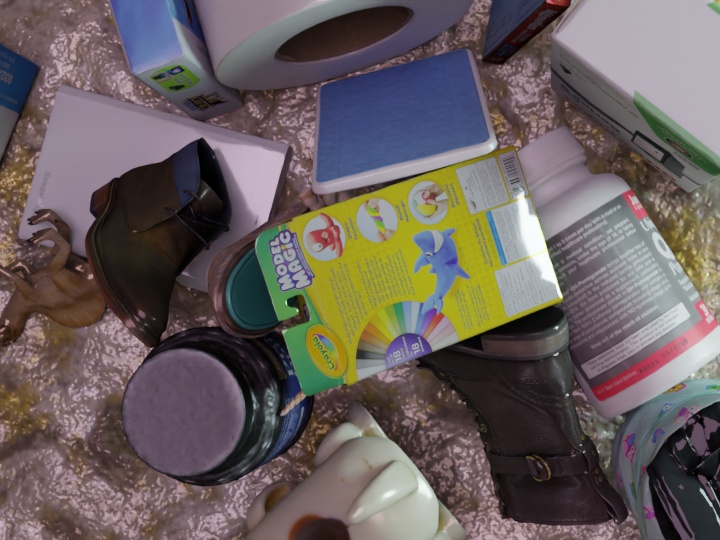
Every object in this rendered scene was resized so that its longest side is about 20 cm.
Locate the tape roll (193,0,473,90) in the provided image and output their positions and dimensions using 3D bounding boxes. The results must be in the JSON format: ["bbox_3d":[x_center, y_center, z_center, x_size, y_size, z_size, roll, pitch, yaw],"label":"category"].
[{"bbox_3d":[-0.031,-0.235,0.899,0.202,0.203,0.140,-18,85,6],"label":"tape roll"}]

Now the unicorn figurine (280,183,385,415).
[{"bbox_3d":[0.000,0.000,0.888,0.074,0.200,0.138,-20,93,36],"label":"unicorn figurine"}]

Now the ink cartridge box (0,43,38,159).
[{"bbox_3d":[-0.377,-0.109,0.994,0.144,0.084,0.201,22,90,7],"label":"ink cartridge box"}]

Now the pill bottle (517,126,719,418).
[{"bbox_3d":[0.173,-0.001,0.905,0.110,0.111,0.201,-32,84,4],"label":"pill bottle"}]

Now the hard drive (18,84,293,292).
[{"bbox_3d":[-0.168,-0.063,0.994,0.199,0.026,0.133,15,89,7],"label":"hard drive"}]

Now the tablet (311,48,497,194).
[{"bbox_3d":[0.029,-0.113,0.898,0.129,0.200,0.014,-14,119,7],"label":"tablet"}]

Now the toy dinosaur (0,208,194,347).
[{"bbox_3d":[-0.233,0.003,0.978,0.199,0.058,0.101,-17,120,17],"label":"toy dinosaur"}]

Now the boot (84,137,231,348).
[{"bbox_3d":[-0.142,-0.030,0.888,0.097,0.200,0.075,-34,126,8],"label":"boot"}]

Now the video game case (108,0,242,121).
[{"bbox_3d":[-0.155,-0.228,0.924,0.045,0.181,0.201,-18,85,5],"label":"video game case"}]

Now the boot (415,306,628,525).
[{"bbox_3d":[0.097,0.113,0.919,0.199,0.069,0.175,4,116,45],"label":"boot"}]

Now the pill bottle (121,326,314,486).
[{"bbox_3d":[-0.103,0.097,0.889,0.111,0.200,0.113,0,88,7],"label":"pill bottle"}]

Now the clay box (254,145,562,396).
[{"bbox_3d":[0.029,0.000,0.821,0.199,0.048,0.116,-19,93,-20],"label":"clay box"}]

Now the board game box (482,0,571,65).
[{"bbox_3d":[0.125,-0.218,0.880,0.019,0.200,0.104,9,88,-6],"label":"board game box"}]

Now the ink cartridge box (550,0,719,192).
[{"bbox_3d":[0.215,-0.135,0.864,0.146,0.200,0.084,39,95,8],"label":"ink cartridge box"}]

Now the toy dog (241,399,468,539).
[{"bbox_3d":[-0.030,0.215,0.883,0.200,0.194,0.140,-39,92,-5],"label":"toy dog"}]

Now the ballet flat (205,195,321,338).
[{"bbox_3d":[-0.074,0.001,0.906,0.067,0.200,0.068,-10,105,28],"label":"ballet flat"}]

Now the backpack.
[{"bbox_3d":[0.265,0.177,0.870,0.167,0.127,0.201,-34,98,-8],"label":"backpack"}]
